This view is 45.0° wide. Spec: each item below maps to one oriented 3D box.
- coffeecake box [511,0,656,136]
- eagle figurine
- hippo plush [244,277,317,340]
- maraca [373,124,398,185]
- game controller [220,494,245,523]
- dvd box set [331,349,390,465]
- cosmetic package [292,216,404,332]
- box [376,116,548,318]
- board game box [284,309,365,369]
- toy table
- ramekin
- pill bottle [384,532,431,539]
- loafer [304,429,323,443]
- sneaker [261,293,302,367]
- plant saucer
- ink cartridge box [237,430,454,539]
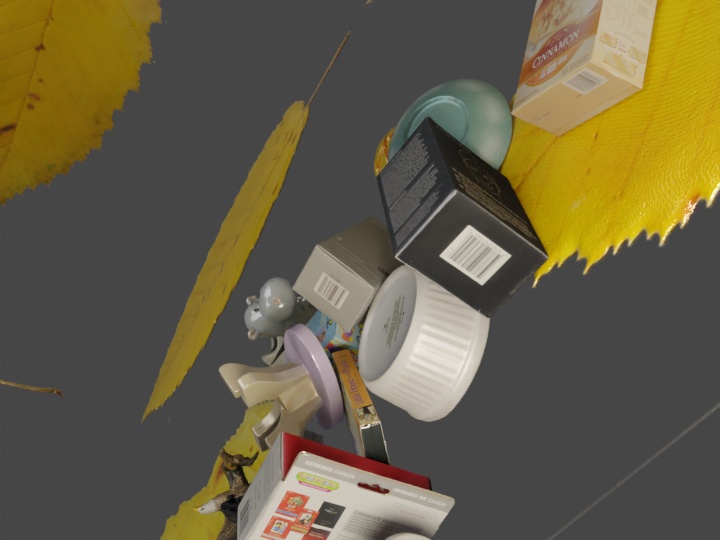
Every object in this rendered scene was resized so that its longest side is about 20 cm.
[{"bbox_3d":[0.261,-0.279,0.996,0.153,0.073,0.202,-28,44,64],"label":"coffeecake box"},{"bbox_3d":[-0.221,0.427,1.518,0.150,0.151,0.202,-23,64,28],"label":"eagle figurine"},{"bbox_3d":[-0.126,0.073,1.565,0.201,0.160,0.160,-55,23,34],"label":"hippo plush"},{"bbox_3d":[0.090,-0.172,1.309,0.199,0.106,0.138,-12,61,59],"label":"maraca"},{"bbox_3d":[-0.091,0.305,1.201,0.104,0.198,0.043,-39,65,58],"label":"game controller"},{"bbox_3d":[0.004,0.211,1.144,0.200,0.029,0.148,-120,17,-67],"label":"dvd box set"},{"bbox_3d":[0.000,0.000,1.249,0.091,0.106,0.200,-60,-10,28],"label":"cosmetic package"},{"bbox_3d":[0.115,-0.067,1.039,0.107,0.148,0.201,-47,25,22],"label":"box"},{"bbox_3d":[-0.036,0.129,1.345,0.200,0.102,0.106,-51,26,44],"label":"board game box"},{"bbox_3d":[-0.106,0.173,1.208,0.184,0.116,0.201,43,154,42],"label":"toy table"},{"bbox_3d":[0.072,0.083,1.107,0.203,0.094,0.203,-55,23,37],"label":"ramekin"},{"bbox_3d":[0.023,0.381,0.908,0.201,0.111,0.113,-59,21,26],"label":"pill bottle"},{"bbox_3d":[-0.099,0.293,1.330,0.200,0.069,0.070,11,-82,-79],"label":"loafer"},{"bbox_3d":[-0.136,0.096,1.687,0.074,0.088,0.202,-25,46,66],"label":"sneaker"},{"bbox_3d":[0.113,-0.186,1.210,0.199,0.039,0.203,-14,63,30],"label":"plant saucer"},{"bbox_3d":[-0.018,0.269,0.999,0.176,0.198,0.084,-60,20,26],"label":"ink cartridge box"}]
